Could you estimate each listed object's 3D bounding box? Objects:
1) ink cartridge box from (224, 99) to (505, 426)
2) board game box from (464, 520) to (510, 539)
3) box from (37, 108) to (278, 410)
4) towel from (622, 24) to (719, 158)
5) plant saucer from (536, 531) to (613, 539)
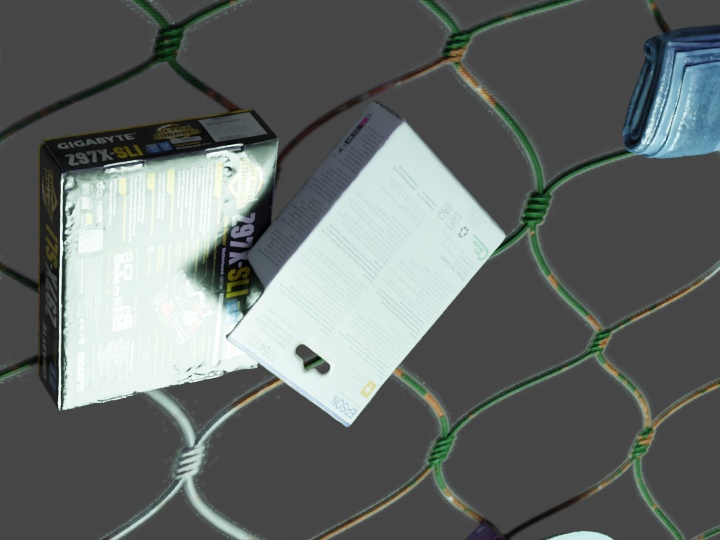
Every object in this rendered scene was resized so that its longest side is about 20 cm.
[{"bbox_3d":[0.000,0.000,1.222,0.200,0.043,0.196,-49,144,-2],"label":"ink cartridge box"},{"bbox_3d":[0.084,0.338,1.566,0.200,0.032,0.120,-46,138,3],"label":"board game box"},{"bbox_3d":[-0.145,-0.006,1.153,0.159,0.049,0.200,-13,128,-28],"label":"box"},{"bbox_3d":[0.312,-0.148,1.342,0.200,0.049,0.112,-9,127,-28],"label":"towel"},{"bbox_3d":[0.162,0.318,1.558,0.201,0.039,0.201,-17,128,-23],"label":"plant saucer"}]
